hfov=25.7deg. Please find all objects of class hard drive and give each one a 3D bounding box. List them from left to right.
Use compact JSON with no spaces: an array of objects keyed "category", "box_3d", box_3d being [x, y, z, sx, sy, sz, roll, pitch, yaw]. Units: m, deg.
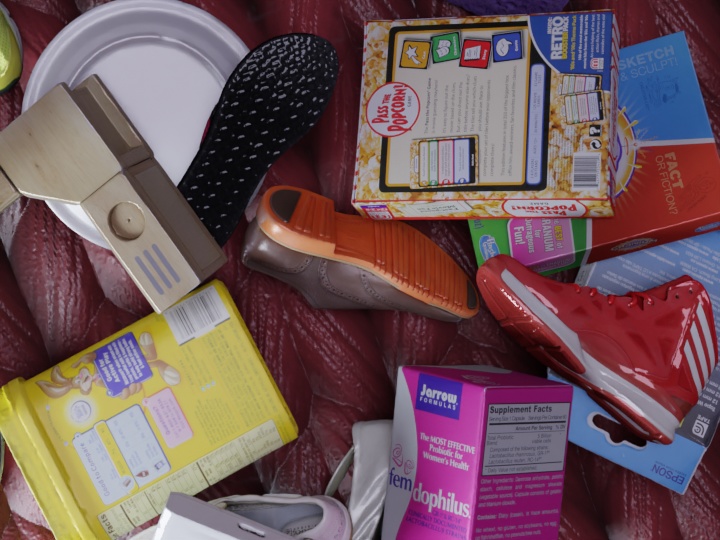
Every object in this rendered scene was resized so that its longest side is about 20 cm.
[{"category":"hard drive","box_3d":[-0.112,0.266,1.189,0.130,0.026,0.201,22,123,-3]}]

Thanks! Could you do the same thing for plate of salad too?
[{"category":"plate of salad","box_3d":[-0.167,-0.113,1.243,0.197,0.048,0.203,-1,99,-8]}]

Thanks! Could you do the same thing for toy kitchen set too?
[{"category":"toy kitchen set","box_3d":[-0.243,-0.009,1.148,0.199,0.163,0.181,-35,94,16]}]

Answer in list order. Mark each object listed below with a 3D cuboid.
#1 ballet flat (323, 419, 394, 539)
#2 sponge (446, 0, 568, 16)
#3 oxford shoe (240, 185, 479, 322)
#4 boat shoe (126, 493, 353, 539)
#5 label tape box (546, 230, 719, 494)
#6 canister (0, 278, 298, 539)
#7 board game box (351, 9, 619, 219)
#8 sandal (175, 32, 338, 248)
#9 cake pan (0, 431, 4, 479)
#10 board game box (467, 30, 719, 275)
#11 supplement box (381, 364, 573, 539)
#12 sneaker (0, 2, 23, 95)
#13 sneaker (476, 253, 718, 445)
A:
[{"category":"ballet flat","box_3d":[-0.006,0.213,1.243,0.069,0.069,0.203,16,83,-4]},{"category":"sponge","box_3d":[0.072,-0.253,1.233,0.198,0.112,0.030,23,68,-4]},{"category":"oxford shoe","box_3d":[0.000,0.000,1.253,0.198,0.072,0.073,24,128,-13]},{"category":"boat shoe","box_3d":[-0.108,0.204,1.206,0.197,0.069,0.072,-17,63,9]},{"category":"label tape box","box_3d":[0.231,0.056,1.261,0.142,0.066,0.202,24,89,-2]},{"category":"canister","box_3d":[-0.164,0.114,1.217,0.198,0.087,0.150,-28,91,-6]},{"category":"board game box","box_3d":[0.097,-0.118,1.210,0.197,0.046,0.154,1,75,15]},{"category":"sandal","box_3d":[-0.090,-0.102,1.216,0.075,0.045,0.201,31,104,-17]},{"category":"cake pan","box_3d":[-0.379,0.142,1.223,0.197,0.037,0.203,0,88,-5]},{"category":"board game box","box_3d":[0.175,-0.085,1.227,0.197,0.040,0.155,-16,72,10]},{"category":"supplement box","box_3d":[0.086,0.178,1.200,0.102,0.101,0.203,4,93,-40]},{"category":"sneaker","box_3d":[-0.333,-0.221,1.212,0.078,0.090,0.201,-37,93,-6]},{"category":"sneaker","box_3d":[0.188,0.030,1.200,0.200,0.078,0.116,42,78,-13]}]
